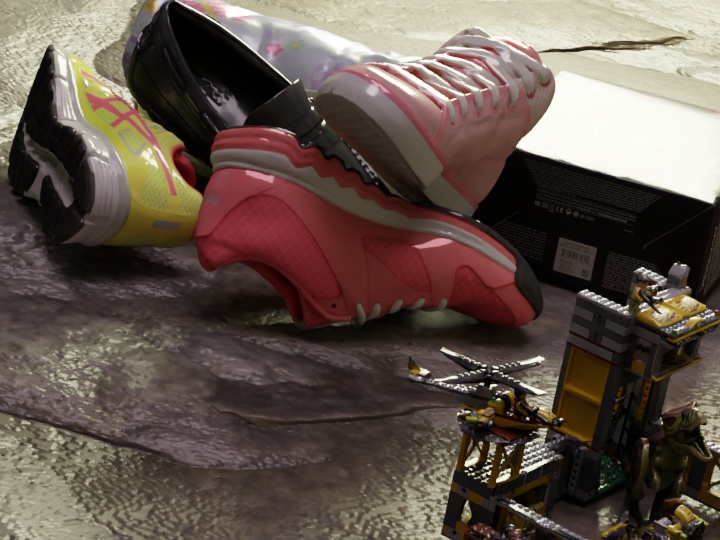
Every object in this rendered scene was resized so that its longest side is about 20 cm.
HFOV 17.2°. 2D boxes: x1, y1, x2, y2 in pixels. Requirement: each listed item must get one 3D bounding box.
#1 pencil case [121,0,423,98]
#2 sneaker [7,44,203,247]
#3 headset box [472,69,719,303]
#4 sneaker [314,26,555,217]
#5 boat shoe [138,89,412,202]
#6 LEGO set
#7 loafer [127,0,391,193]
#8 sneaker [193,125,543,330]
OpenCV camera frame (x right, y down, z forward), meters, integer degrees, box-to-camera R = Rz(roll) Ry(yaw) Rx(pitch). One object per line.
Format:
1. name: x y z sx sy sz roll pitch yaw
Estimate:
1. pencil case: -0.049 -0.119 1.484 0.200 0.083 0.091 19 37 22
2. sneaker: -0.140 -0.061 1.335 0.090 0.078 0.200 11 25 -24
3. headset box: 0.160 -0.053 1.431 0.149 0.075 0.200 17 23 17
4. sneaker: 0.044 -0.094 1.259 0.075 0.105 0.200 37 -1 19
5. boat shoe: -0.031 -0.072 1.398 0.201 0.072 0.061 23 -1 11
6. LEGO set: 0.129 0.070 1.060 0.200 0.116 0.154 -12 31 -43
7. loafer: -0.049 -0.073 1.326 0.201 0.070 0.068 41 54 12
8. sneaker: 0.000 0.000 1.256 0.200 0.087 0.074 25 -14 -16
